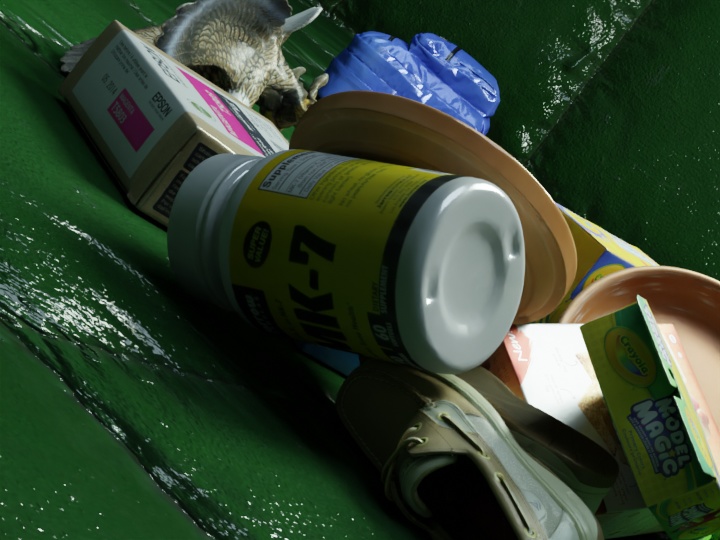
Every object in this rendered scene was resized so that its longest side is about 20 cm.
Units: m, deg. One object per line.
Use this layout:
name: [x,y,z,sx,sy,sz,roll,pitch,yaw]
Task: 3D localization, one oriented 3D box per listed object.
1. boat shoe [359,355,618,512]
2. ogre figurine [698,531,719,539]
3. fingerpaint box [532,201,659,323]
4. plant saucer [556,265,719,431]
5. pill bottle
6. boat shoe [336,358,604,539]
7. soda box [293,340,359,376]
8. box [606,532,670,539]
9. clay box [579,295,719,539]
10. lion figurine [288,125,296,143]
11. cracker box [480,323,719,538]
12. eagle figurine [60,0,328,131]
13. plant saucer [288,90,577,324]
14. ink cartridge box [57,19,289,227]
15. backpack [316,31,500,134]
boat shoe: [0.064,0.100,1.312,0.074,0.067,0.200,9,18,-46]
ogre figurine: [0.247,0.223,1.397,0.120,0.098,0.200,46,48,16]
fingerpaint box: [0.152,0.047,1.669,0.073,0.167,0.200,42,9,28]
plant saucer: [0.222,0.093,1.551,0.200,0.200,0.037,39,-29,6]
pill bottle: [-0.012,-0.011,1.289,0.199,0.115,0.114,11,-10,38]
boat shoe: [0.050,0.114,1.231,0.066,0.074,0.200,-6,33,-47]
soda box: [0.032,0.052,1.497,0.200,0.064,0.068,32,11,-39]
box: [0.266,0.243,1.553,0.200,0.036,0.143,41,9,30]
clay box: [0.178,0.092,1.294,0.200,0.047,0.116,45,24,-69]
lion figurine: [-0.016,-0.064,1.858,0.200,0.072,0.123,38,40,-45]
cracker box: [0.157,0.105,1.424,0.199,0.058,0.135,0,61,-47]
eagle figurine: [-0.114,-0.166,1.721,0.200,0.152,0.151,31,16,-33]
plant saucer: [0.040,-0.032,1.358,0.199,0.032,0.201,25,-28,14]
ink cartridge box: [-0.111,-0.079,1.559,0.164,0.075,0.200,33,11,-36]
backpack: [0.056,-0.202,2.558,0.199,0.168,0.163,34,2,2]
